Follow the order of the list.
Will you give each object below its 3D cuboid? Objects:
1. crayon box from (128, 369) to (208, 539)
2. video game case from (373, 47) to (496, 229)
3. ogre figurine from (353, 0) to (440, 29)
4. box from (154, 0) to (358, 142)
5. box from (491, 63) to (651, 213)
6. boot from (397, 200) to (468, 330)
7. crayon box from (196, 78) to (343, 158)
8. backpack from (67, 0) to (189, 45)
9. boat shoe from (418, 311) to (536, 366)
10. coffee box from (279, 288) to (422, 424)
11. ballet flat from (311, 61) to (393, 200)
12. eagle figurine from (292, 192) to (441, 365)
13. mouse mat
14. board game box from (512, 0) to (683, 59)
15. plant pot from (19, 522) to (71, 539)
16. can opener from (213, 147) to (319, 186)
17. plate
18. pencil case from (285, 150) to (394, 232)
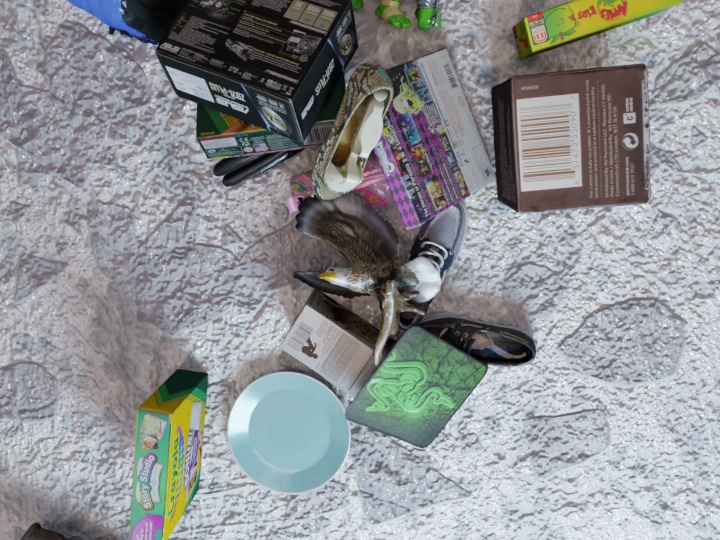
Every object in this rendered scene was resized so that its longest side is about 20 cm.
[{"bbox_3d":[-0.283,0.273,1.091,0.057,0.173,0.204,7,101,2],"label":"crayon box"},{"bbox_3d":[0.090,-0.183,0.996,0.036,0.180,0.203,-13,104,51],"label":"video game case"},{"bbox_3d":[0.022,-0.409,0.991,0.197,0.098,0.122,23,120,15],"label":"ogre figurine"},{"bbox_3d":[-0.127,-0.278,0.920,0.197,0.086,0.166,22,70,15],"label":"box"},{"bbox_3d":[0.267,-0.172,0.959,0.161,0.200,0.169,-5,101,4],"label":"box"},{"bbox_3d":[0.103,-0.009,1.055,0.072,0.090,0.203,21,101,0],"label":"boot"},{"bbox_3d":[-0.120,-0.251,0.995,0.196,0.058,0.176,-6,68,4],"label":"crayon box"},{"bbox_3d":[-0.316,-0.394,0.958,0.165,0.200,0.165,18,102,0],"label":"backpack"},{"bbox_3d":[0.165,0.110,1.085,0.196,0.066,0.071,10,101,2],"label":"boat shoe"},{"bbox_3d":[-0.011,0.122,1.076,0.198,0.113,0.080,34,101,-4],"label":"coffee box"},{"bbox_3d":[-0.010,-0.155,0.910,0.067,0.076,0.202,3,129,-30],"label":"ballet flat"},{"bbox_3d":[-0.005,-0.002,0.990,0.152,0.200,0.151,-47,135,2],"label":"eagle figurine"},{"bbox_3d":[0.084,0.169,1.023,0.199,0.008,0.162,30,100,-41],"label":"mouse mat"},{"bbox_3d":[0.310,-0.340,0.976,0.197,0.102,0.048,-17,100,7],"label":"board game box"},{"bbox_3d":[-0.448,0.523,1.147,0.195,0.200,0.204,15,101,-7],"label":"plant pot"},{"bbox_3d":[-0.124,-0.181,1.064,0.198,0.079,0.063,-33,136,12],"label":"can opener"},{"bbox_3d":[-0.112,0.254,1.152,0.196,0.026,0.204,1,101,4],"label":"plate"},{"bbox_3d":[-0.007,-0.123,1.046,0.196,0.087,0.089,-16,99,6],"label":"pencil case"}]
